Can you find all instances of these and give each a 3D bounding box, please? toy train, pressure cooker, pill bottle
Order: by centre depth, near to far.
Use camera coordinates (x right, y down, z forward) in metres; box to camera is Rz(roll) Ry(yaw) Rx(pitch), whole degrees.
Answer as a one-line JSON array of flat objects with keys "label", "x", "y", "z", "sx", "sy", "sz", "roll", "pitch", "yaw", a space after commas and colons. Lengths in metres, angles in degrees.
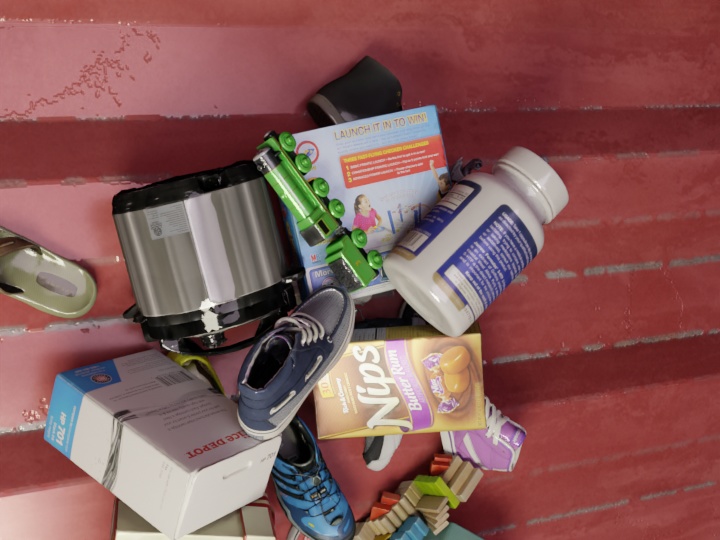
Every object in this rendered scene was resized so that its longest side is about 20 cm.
[{"label": "toy train", "x": -0.048, "y": -0.062, "z": 1.053, "sx": 0.201, "sy": 0.042, "sz": 0.056, "roll": 53, "pitch": 46, "yaw": -12}, {"label": "pressure cooker", "x": -0.170, "y": -0.006, "z": 1.060, "sx": 0.178, "sy": 0.175, "sz": 0.202, "roll": -21, "pitch": 101, "yaw": -39}, {"label": "pill bottle", "x": 0.132, "y": -0.037, "z": 1.074, "sx": 0.200, "sy": 0.120, "sz": 0.120, "roll": -44, "pitch": 107, "yaw": -10}]

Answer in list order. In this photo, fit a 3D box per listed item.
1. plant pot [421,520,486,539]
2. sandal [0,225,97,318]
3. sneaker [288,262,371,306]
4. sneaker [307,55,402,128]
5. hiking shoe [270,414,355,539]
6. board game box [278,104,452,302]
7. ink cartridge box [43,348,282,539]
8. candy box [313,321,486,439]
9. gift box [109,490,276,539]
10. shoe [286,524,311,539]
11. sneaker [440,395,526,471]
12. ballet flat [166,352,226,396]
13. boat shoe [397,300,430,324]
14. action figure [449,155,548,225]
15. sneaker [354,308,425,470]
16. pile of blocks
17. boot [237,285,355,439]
[{"label": "plant pot", "x": 0.088, "y": 0.417, "z": 1.209, "sx": 0.141, "sy": 0.141, "sz": 0.201, "roll": 32, "pitch": 72, "yaw": -20}, {"label": "sandal", "x": -0.376, "y": -0.006, "z": 1.040, "sx": 0.199, "sy": 0.057, "sz": 0.081, "roll": 19, "pitch": 84, "yaw": -22}, {"label": "sneaker", "x": 0.000, "y": 0.000, "z": 1.204, "sx": 0.198, "sy": 0.075, "sz": 0.083, "roll": -23, "pitch": 114, "yaw": -14}, {"label": "sneaker", "x": 0.035, "y": -0.162, "z": 1.202, "sx": 0.106, "sy": 0.075, "sz": 0.201, "roll": -42, "pitch": 105, "yaw": -14}, {"label": "hiking shoe", "x": -0.069, "y": 0.243, "z": 1.142, "sx": 0.074, "sy": 0.087, "sz": 0.201, "roll": -34, "pitch": 90, "yaw": -17}, {"label": "board game box", "x": 0.009, "y": -0.074, "z": 1.128, "sx": 0.198, "sy": 0.056, "sz": 0.198, "roll": -13, "pitch": 95, "yaw": -15}, {"label": "ink cartridge box", "x": -0.205, "y": 0.172, "z": 1.012, "sx": 0.146, "sy": 0.199, "sz": 0.087, "roll": -11, "pitch": 126, "yaw": -56}, {"label": "candy box", "x": 0.044, "y": 0.128, "z": 1.131, "sx": 0.198, "sy": 0.057, "sz": 0.118, "roll": -4, "pitch": 103, "yaw": 5}, {"label": "gift box", "x": -0.181, "y": 0.323, "z": 1.057, "sx": 0.185, "sy": 0.185, "sz": 0.202, "roll": 6, "pitch": 110, "yaw": -14}, {"label": "shoe", "x": -0.054, "y": 0.393, "z": 1.167, "sx": 0.071, "sy": 0.091, "sz": 0.202, "roll": 12, "pitch": 86, "yaw": -23}, {"label": "sneaker", "x": 0.149, "y": 0.171, "z": 1.204, "sx": 0.073, "sy": 0.113, "sz": 0.202, "roll": -54, "pitch": 136, "yaw": -35}, {"label": "ballet flat", "x": -0.170, "y": 0.179, "z": 1.127, "sx": 0.066, "sy": 0.067, "sz": 0.202, "roll": -27, "pitch": 101, "yaw": -22}, {"label": "boat shoe", "x": 0.105, "y": 0.038, "z": 1.244, "sx": 0.073, "sy": 0.060, "sz": 0.202, "roll": 28, "pitch": 80, "yaw": -22}, {"label": "action figure", "x": 0.172, "y": -0.091, "z": 1.242, "sx": 0.199, "sy": 0.069, "sz": 0.131, "roll": -15, "pitch": 66, "yaw": -40}, {"label": "sneaker", "x": 0.007, "y": 0.143, "z": 1.203, "sx": 0.113, "sy": 0.076, "sz": 0.202, "roll": 15, "pitch": 102, "yaw": -3}, {"label": "pile of blocks", "x": 0.059, "y": 0.296, "z": 1.208, "sx": 0.200, "sy": 0.082, "sz": 0.062, "roll": -41, "pitch": 107, "yaw": -7}, {"label": "boot", "x": -0.061, "y": 0.074, "z": 1.000, "sx": 0.072, "sy": 0.091, "sz": 0.201, "roll": 21, "pitch": 54, "yaw": 12}]
